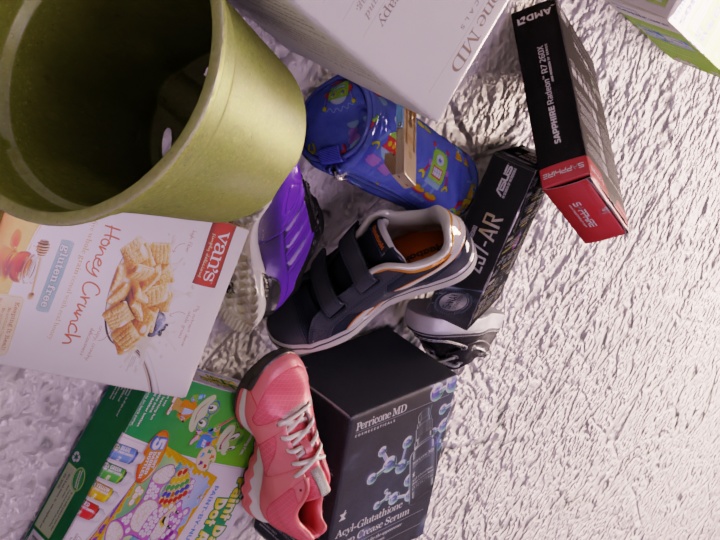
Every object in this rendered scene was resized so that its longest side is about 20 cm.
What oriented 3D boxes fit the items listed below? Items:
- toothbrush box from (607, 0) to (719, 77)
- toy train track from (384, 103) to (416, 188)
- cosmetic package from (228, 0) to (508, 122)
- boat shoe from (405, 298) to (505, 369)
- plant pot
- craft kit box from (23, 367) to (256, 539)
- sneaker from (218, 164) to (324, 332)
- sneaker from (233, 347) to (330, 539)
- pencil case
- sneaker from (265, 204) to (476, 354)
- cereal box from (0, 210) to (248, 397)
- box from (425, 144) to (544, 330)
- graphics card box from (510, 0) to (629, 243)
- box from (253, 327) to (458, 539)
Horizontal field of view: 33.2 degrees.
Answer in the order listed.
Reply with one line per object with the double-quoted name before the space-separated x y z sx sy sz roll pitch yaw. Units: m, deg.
"toothbrush box" 0.361 -0.307 1.278 0.200 0.086 0.146 20 100 -52
"toy train track" 0.027 -0.157 0.970 0.115 0.032 0.201 42 43 -53
"cosmetic package" -0.008 -0.238 0.832 0.200 0.166 0.168 28 93 -55
"boat shoe" 0.093 0.068 1.223 0.200 0.071 0.068 2 103 -70
"plant pot" -0.132 -0.111 0.783 0.201 0.200 0.184 -60 156 3
"craft kit box" -0.170 0.181 1.049 0.197 0.048 0.201 24 96 -56
"sneaker" -0.070 -0.054 0.983 0.099 0.069 0.201 -28 138 -44
"sneaker" -0.055 0.156 1.057 0.074 0.087 0.201 -29 135 -35
"pencil case" 0.026 -0.098 1.044 0.200 0.078 0.087 24 73 -53
"sneaker" 0.000 0.000 1.045 0.199 0.079 0.079 -27 147 3
"cereal box" -0.188 0.008 0.875 0.199 0.039 0.145 16 98 -42
"box" 0.133 -0.038 1.171 0.161 0.043 0.200 -68 169 14
"graphics card box" 0.197 -0.140 1.135 0.125 0.051 0.201 38 42 -54
"box" -0.006 0.179 1.182 0.148 0.107 0.201 -16 126 -41
